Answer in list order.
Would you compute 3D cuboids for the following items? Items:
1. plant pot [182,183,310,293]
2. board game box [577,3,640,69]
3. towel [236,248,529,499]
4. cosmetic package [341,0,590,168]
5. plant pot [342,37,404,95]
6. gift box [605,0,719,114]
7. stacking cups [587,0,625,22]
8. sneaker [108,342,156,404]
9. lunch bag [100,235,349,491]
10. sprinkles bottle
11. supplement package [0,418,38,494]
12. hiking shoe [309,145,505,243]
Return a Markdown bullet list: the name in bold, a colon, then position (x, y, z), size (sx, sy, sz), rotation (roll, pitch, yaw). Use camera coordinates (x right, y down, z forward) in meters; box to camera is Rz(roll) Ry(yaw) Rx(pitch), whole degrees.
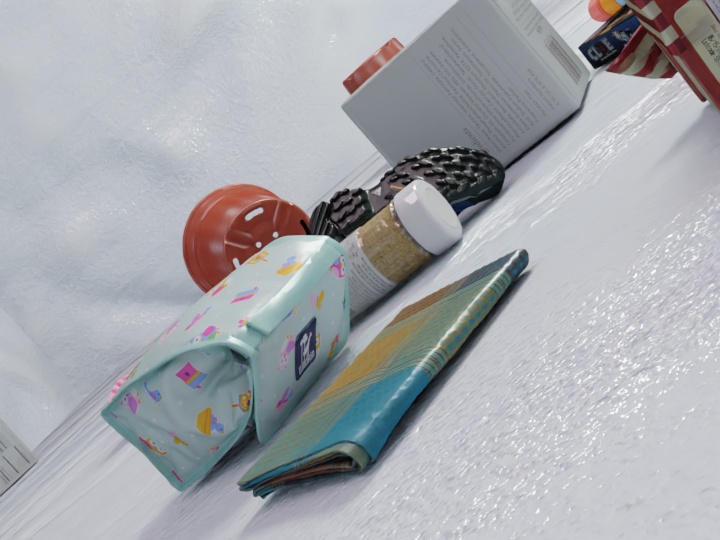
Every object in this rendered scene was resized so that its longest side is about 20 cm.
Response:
- **plant pot**: position (-0.161, -0.036, 1.611), size (0.201, 0.201, 0.195), rotation (-43, 16, -12)
- **board game box**: position (0.333, -0.294, 1.118), size (0.135, 0.035, 0.200), rotation (-42, 7, -13)
- **towel**: position (0.018, 0.068, 0.674), size (0.200, 0.022, 0.147), rotation (-44, 9, -36)
- **cosmetic package**: position (0.120, -0.198, 1.139), size (0.200, 0.166, 0.167), rotation (-39, 8, 25)
- **plant pot**: position (0.078, -0.372, 2.206), size (0.201, 0.195, 0.201), rotation (-41, 7, 6)
- **gift box**: position (0.213, -0.201, 0.610), size (0.200, 0.185, 0.187), rotation (-32, 12, 19)
- **stacking cups**: position (0.366, -0.380, 1.400), size (0.060, 0.061, 0.200), rotation (-43, 4, -15)
- **sneaker**: position (-0.334, 0.194, 1.617), size (0.096, 0.079, 0.200), rotation (-62, -5, 30)
- **lunch bag**: position (-0.097, 0.069, 0.871), size (0.200, 0.122, 0.170), rotation (-42, 4, 42)
- **sprinkles bottle**: position (0.000, 0.000, 0.969), size (0.200, 0.068, 0.068), rotation (-38, 8, 22)
- **supplement package**: position (-0.943, 0.496, 2.596), size (0.200, 0.151, 0.152), rotation (-45, 9, -30)
- **hiking shoe**: position (0.051, -0.059, 1.027), size (0.200, 0.087, 0.075), rotation (-18, 49, 14)
